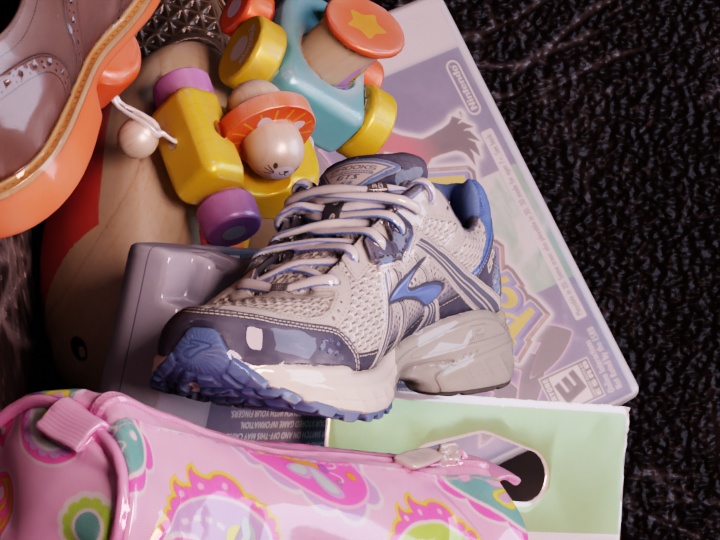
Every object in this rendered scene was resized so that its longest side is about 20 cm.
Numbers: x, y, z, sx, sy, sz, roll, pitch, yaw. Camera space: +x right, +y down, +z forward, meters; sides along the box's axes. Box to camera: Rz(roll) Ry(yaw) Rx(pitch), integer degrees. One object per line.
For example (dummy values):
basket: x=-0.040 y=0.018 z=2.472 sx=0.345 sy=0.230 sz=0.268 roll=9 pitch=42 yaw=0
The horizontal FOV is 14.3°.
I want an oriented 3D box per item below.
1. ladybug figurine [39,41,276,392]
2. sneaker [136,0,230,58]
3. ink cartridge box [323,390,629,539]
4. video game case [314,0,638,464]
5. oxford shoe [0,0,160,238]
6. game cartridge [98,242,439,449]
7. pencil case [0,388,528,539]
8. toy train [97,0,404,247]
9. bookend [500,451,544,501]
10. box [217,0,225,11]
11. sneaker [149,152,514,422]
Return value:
ladybug figurine: x=-0.076 y=-0.009 z=1.123 sx=0.200 sy=0.072 sz=0.136 roll=-79 pitch=150 yaw=-54
sneaker: x=-0.090 y=-0.036 z=1.266 sx=0.076 sy=0.070 sz=0.200 roll=136 pitch=-50 yaw=-74
ink cartridge box: x=0.028 y=0.146 z=1.067 sx=0.048 sy=0.145 sz=0.200 roll=-3 pitch=-97 yaw=55
video game case: x=0.000 y=0.000 z=1.227 sx=0.200 sy=0.182 sz=0.023 roll=64 pitch=-23 yaw=6
oxford shoe: x=-0.111 y=-0.102 z=0.950 sx=0.200 sy=0.071 sz=0.073 roll=-84 pitch=160 yaw=-46
game cartridge: x=-0.032 y=0.059 z=1.054 sx=0.200 sy=0.041 sz=0.133 roll=5 pitch=95 yaw=-58
pencil case: x=-0.032 y=0.087 z=0.930 sx=0.200 sy=0.087 sz=0.088 roll=12 pitch=62 yaw=-44
toy train: x=-0.055 y=-0.092 z=1.079 sx=0.150 sy=0.056 sz=0.200 roll=53 pitch=34 yaw=5
bookend: x=0.050 y=0.047 z=1.394 sx=0.199 sy=0.092 sz=0.200 roll=79 pitch=-10 yaw=-66
box: x=-0.069 y=-0.084 z=1.389 sx=0.164 sy=0.021 sz=0.200 roll=59 pitch=-9 yaw=29
sneaker: x=-0.010 y=0.002 z=0.976 sx=0.200 sy=0.077 sz=0.085 roll=-10 pitch=104 yaw=-65
